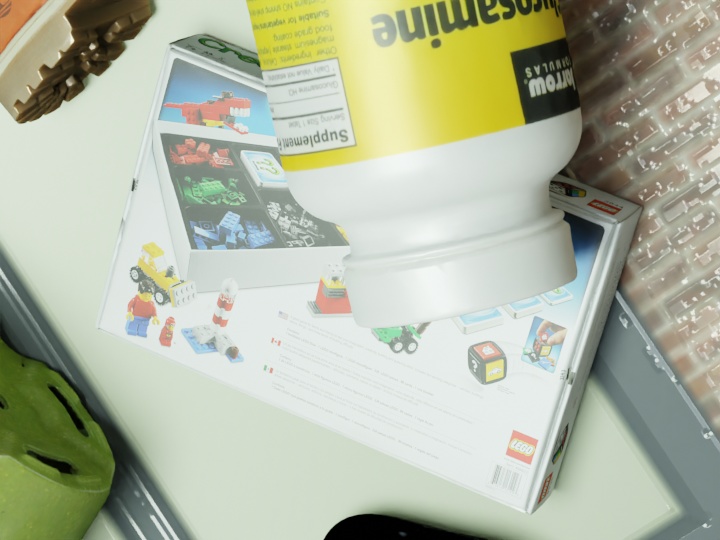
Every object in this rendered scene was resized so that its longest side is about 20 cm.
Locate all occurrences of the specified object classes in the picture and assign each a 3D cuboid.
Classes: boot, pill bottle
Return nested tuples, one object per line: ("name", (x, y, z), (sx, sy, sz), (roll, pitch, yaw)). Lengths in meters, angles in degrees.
("boot", (-0.105, -0.161, 1.176), (0.200, 0.075, 0.107), (-44, 79, 27))
("pill bottle", (0.018, -0.086, 1.087), (0.112, 0.112, 0.201), (-10, 96, 25))

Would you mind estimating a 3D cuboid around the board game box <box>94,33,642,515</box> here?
("board game box", (0.000, 0.000, 1.188), (0.199, 0.035, 0.127), (23, 110, 17))

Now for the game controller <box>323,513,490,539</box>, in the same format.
("game controller", (0.023, 0.199, 1.223), (0.104, 0.042, 0.201), (9, 106, 21))

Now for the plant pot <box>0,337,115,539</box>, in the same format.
("plant pot", (-0.204, 0.115, 1.234), (0.200, 0.200, 0.190), (43, 104, 8))
